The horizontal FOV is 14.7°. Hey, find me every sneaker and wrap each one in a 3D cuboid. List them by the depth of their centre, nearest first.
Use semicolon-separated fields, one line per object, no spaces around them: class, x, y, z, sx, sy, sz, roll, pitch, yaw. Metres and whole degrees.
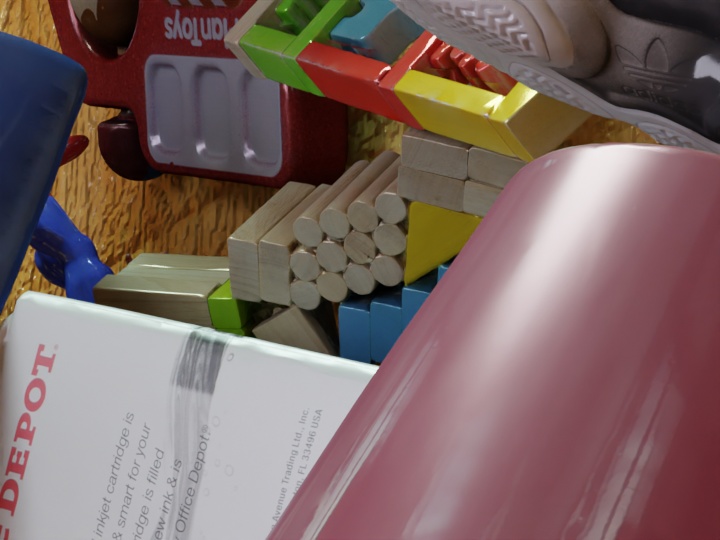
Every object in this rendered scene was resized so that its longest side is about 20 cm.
sneaker;0.093;-0.095;0.760;0.200;0.075;0.114;25;86;12

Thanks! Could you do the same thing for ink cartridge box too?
ink cartridge box;-0.028;0.097;0.847;0.200;0.084;0.145;11;85;38

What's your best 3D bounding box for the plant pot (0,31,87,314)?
plant pot;-0.225;0.010;0.947;0.200;0.180;0.200;-47;20;57

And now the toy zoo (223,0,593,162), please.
toy zoo;0.052;-0.098;0.876;0.131;0.020;0.200;-49;32;-12

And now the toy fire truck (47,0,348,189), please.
toy fire truck;-0.070;-0.115;1.040;0.200;0.112;0.168;8;100;56

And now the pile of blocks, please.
pile of blocks;0.000;0.000;0.934;0.200;0.082;0.062;-25;12;36

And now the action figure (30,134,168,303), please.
action figure;-0.088;0.028;1.024;0.065;0.052;0.200;87;166;-65

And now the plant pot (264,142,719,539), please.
plant pot;0.062;0.078;0.636;0.200;0.200;0.179;-7;55;53
